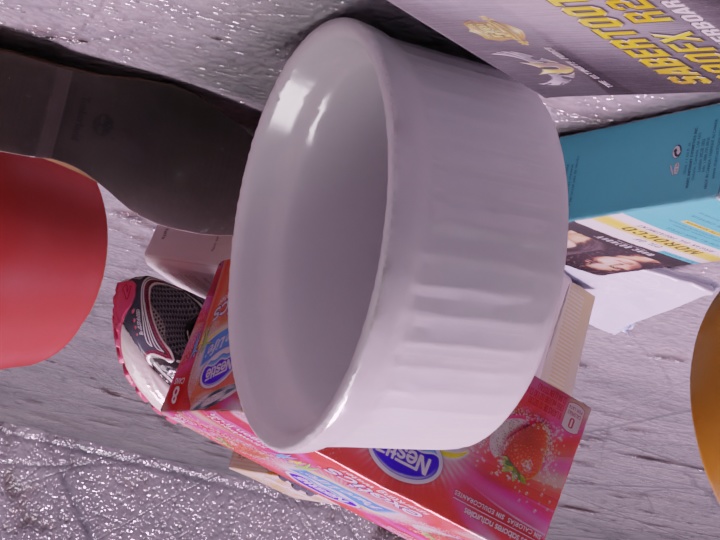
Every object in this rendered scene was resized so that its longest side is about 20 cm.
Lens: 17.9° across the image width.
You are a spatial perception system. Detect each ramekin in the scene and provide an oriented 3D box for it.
[{"bbox_3d":[0.017,-0.011,1.069,0.097,0.202,0.200,8,171,-23],"label":"ramekin"}]

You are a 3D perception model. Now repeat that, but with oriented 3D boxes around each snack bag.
[{"bbox_3d":[0.104,-0.008,1.404,0.199,0.022,0.189,17,167,-10],"label":"snack bag"}]

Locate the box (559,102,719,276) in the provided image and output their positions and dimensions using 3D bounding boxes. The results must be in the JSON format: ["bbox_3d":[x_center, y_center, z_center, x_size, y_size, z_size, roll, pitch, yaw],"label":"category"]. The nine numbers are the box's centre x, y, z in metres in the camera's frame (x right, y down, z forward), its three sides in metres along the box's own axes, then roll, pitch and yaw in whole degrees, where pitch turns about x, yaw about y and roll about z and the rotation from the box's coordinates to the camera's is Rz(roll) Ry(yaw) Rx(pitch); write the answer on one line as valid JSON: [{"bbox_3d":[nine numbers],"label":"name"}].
[{"bbox_3d":[0.151,-0.038,1.149,0.082,0.050,0.200,18,167,-27],"label":"box"}]

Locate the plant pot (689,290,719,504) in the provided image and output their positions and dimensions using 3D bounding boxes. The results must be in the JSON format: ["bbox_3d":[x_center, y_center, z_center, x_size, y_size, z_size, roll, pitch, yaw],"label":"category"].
[{"bbox_3d":[0.298,0.055,1.147,0.199,0.202,0.183,17,151,-25],"label":"plant pot"}]

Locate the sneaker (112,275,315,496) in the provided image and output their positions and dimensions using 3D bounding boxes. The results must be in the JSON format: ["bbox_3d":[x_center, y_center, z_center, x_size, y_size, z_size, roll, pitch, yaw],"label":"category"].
[{"bbox_3d":[-0.058,0.054,1.310,0.199,0.081,0.075,31,134,-31],"label":"sneaker"}]

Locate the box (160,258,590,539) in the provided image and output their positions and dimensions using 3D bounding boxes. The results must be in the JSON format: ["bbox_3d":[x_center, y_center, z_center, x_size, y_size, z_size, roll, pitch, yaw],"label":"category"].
[{"bbox_3d":[0.009,0.075,1.228,0.199,0.095,0.102,30,163,-26],"label":"box"}]

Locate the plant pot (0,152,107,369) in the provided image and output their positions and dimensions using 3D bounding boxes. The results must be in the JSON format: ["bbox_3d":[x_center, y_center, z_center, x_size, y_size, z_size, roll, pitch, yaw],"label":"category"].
[{"bbox_3d":[-0.259,-0.022,1.353,0.199,0.202,0.177,2,176,41],"label":"plant pot"}]

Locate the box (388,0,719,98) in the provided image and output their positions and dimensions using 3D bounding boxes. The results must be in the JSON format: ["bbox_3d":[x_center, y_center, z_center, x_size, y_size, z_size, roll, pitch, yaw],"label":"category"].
[{"bbox_3d":[0.080,-0.119,0.833,0.158,0.049,0.200,2,164,39],"label":"box"}]

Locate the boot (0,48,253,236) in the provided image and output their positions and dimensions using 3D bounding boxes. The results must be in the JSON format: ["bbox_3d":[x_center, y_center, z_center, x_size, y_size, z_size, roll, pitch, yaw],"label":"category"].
[{"bbox_3d":[-0.138,-0.078,1.258,0.199,0.074,0.075,21,-175,-20],"label":"boot"}]

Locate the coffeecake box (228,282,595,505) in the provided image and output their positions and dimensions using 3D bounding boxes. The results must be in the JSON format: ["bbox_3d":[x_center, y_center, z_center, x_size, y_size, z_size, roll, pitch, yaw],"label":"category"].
[{"bbox_3d":[0.030,0.070,1.421,0.199,0.155,0.073,4,163,40],"label":"coffeecake box"}]

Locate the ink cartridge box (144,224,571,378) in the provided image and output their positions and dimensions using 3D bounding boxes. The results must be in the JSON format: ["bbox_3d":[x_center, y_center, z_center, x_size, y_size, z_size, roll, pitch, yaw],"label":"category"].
[{"bbox_3d":[0.000,0.000,1.323,0.199,0.083,0.147,8,159,39],"label":"ink cartridge box"}]
